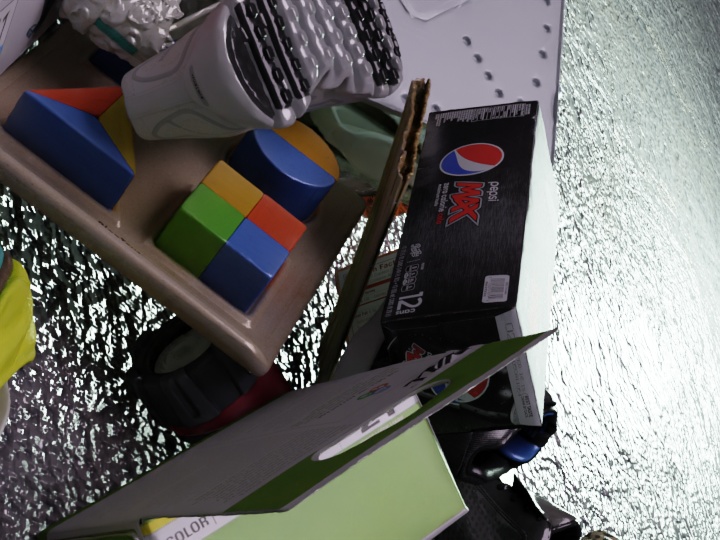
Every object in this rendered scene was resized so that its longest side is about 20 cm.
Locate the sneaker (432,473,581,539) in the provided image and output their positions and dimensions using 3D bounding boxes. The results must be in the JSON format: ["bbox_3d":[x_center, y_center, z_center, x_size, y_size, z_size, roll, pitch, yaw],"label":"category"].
[{"bbox_3d":[0.068,0.135,0.777,0.067,0.090,0.201,53,13,-53],"label":"sneaker"}]

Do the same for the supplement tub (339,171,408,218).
[{"bbox_3d":[-0.007,-0.141,0.944,0.201,0.122,0.123,58,27,-20],"label":"supplement tub"}]

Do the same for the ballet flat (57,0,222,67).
[{"bbox_3d":[-0.079,-0.166,0.752,0.072,0.071,0.200,56,46,-22],"label":"ballet flat"}]

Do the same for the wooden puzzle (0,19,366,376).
[{"bbox_3d":[-0.086,-0.058,0.727,0.185,0.046,0.200,37,29,-5],"label":"wooden puzzle"}]

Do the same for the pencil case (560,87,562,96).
[{"bbox_3d":[0.096,-0.218,1.262,0.083,0.086,0.201,-43,112,-30],"label":"pencil case"}]

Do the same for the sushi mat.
[{"bbox_3d":[0.000,0.000,0.808,0.012,0.201,0.096,17,37,-4],"label":"sushi mat"}]

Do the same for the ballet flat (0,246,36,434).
[{"bbox_3d":[-0.167,0.062,0.537,0.200,0.066,0.068,-68,152,-59],"label":"ballet flat"}]

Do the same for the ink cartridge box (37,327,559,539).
[{"bbox_3d":[-0.018,0.099,0.587,0.147,0.199,0.076,-28,96,-36],"label":"ink cartridge box"}]

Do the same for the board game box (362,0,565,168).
[{"bbox_3d":[0.030,-0.169,0.856,0.199,0.026,0.202,20,60,-23],"label":"board game box"}]

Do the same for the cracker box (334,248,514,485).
[{"bbox_3d":[0.048,0.102,0.918,0.134,0.057,0.202,39,37,-58],"label":"cracker box"}]

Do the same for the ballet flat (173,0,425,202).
[{"bbox_3d":[-0.023,-0.099,0.848,0.199,0.072,0.072,29,38,-15],"label":"ballet flat"}]

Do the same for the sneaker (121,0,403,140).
[{"bbox_3d":[-0.042,-0.103,0.715,0.200,0.080,0.076,-27,97,-61],"label":"sneaker"}]

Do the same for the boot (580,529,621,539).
[{"bbox_3d":[0.177,0.283,1.033,0.201,0.073,0.150,65,25,6],"label":"boot"}]

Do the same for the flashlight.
[{"bbox_3d":[-0.041,0.106,0.751,0.201,0.067,0.068,59,14,-28],"label":"flashlight"}]

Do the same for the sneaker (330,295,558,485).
[{"bbox_3d":[0.059,0.050,0.789,0.111,0.074,0.200,25,33,8],"label":"sneaker"}]

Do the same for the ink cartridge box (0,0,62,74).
[{"bbox_3d":[-0.144,-0.176,0.648,0.044,0.177,0.201,26,34,-3],"label":"ink cartridge box"}]

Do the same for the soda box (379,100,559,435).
[{"bbox_3d":[0.059,-0.007,0.725,0.201,0.063,0.071,-74,153,-55],"label":"soda box"}]
